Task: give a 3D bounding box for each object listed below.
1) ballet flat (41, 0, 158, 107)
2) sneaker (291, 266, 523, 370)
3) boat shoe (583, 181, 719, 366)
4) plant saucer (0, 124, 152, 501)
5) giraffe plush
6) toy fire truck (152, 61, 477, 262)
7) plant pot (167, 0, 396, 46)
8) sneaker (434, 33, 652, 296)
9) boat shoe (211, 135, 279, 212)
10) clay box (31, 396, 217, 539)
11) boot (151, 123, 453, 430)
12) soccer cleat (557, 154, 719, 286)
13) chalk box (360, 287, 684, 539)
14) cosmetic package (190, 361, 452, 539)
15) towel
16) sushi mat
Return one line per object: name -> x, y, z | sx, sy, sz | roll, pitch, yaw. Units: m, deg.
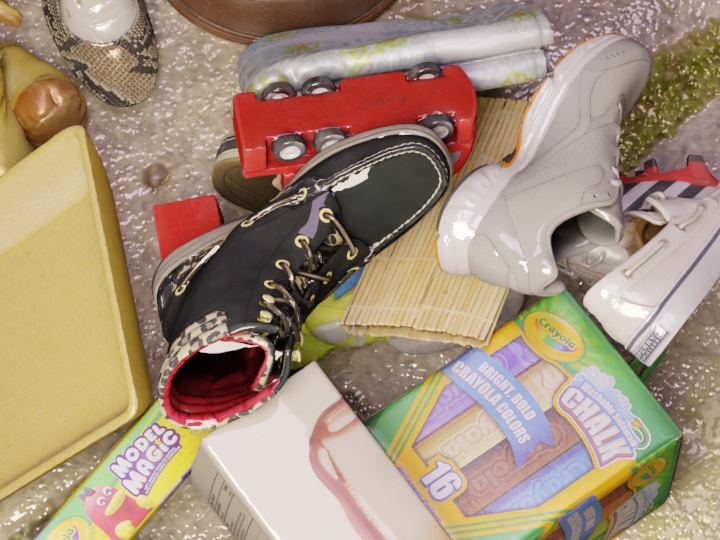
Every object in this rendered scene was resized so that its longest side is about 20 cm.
ballet flat -> -0.188, -0.207, 1.825 | 0.068, 0.075, 0.200 | -16, 67, -6
sneaker -> 0.000, 0.000, 1.726 | 0.200, 0.076, 0.105 | -8, 65, -1
boat shoe -> 0.191, -0.018, 1.652 | 0.070, 0.071, 0.200 | 37, 43, 5
plant saucer -> -0.203, 0.041, 1.685 | 0.200, 0.048, 0.200 | -31, 60, 35
giraffe plush -> -0.270, -0.140, 1.749 | 0.172, 0.162, 0.200 | 0, 66, 3
toy fire truck -> -0.028, -0.057, 1.668 | 0.200, 0.141, 0.049 | -8, 56, -6
plant pot -> -0.057, -0.281, 1.787 | 0.200, 0.198, 0.200 | -1, 65, 2
sneaker -> 0.133, -0.057, 1.631 | 0.092, 0.076, 0.200 | 26, 62, 25
boat shoe -> 0.003, -0.075, 1.766 | 0.201, 0.072, 0.066 | 0, 57, -5
clay box -> -0.137, 0.126, 1.650 | 0.048, 0.115, 0.200 | 40, 72, -1
boot -> -0.033, 0.006, 1.561 | 0.203, 0.074, 0.154 | -30, 23, 13
soccer cleat -> 0.142, -0.021, 1.731 | 0.200, 0.069, 0.085 | -7, 73, -12
chalk box -> 0.115, 0.105, 1.649 | 0.200, 0.124, 0.124 | -33, 68, -11
cosmetic package -> -0.004, 0.164, 1.567 | 0.087, 0.103, 0.200 | -36, 81, -15
towel -> 0.021, -0.137, 1.739 | 0.200, 0.171, 0.048 | -10, 98, -2
sushi mat -> 0.063, -0.033, 1.678 | 0.096, 0.012, 0.200 | 7, 50, 22
